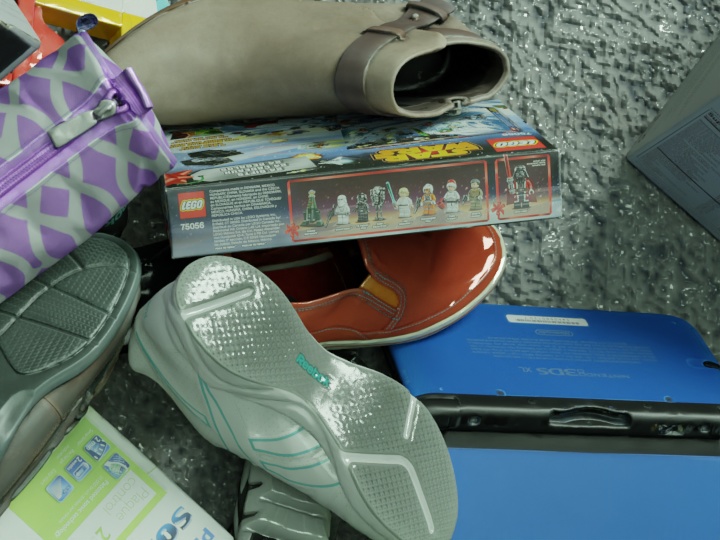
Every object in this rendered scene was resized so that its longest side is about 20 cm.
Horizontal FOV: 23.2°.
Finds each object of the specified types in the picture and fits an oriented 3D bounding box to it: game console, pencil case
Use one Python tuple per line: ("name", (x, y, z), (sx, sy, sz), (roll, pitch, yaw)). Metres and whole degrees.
("game console", (0.109, 0.110, 0.985), (0.200, 0.171, 0.119), (4, 119, -14))
("pencil case", (-0.177, -0.027, 0.817), (0.200, 0.085, 0.084), (-39, 105, -4))

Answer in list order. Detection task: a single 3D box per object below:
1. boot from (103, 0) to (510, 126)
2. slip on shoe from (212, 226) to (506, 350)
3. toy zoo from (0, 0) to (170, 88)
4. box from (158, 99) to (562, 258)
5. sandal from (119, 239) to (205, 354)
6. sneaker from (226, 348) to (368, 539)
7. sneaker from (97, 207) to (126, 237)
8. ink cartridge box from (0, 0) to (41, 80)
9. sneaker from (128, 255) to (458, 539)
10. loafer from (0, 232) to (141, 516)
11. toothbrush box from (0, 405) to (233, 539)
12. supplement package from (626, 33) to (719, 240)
("boot", (-0.026, -0.109, 0.942), (0.200, 0.146, 0.070), (-21, 117, -34))
("slip on shoe", (0.000, 0.000, 0.945), (0.200, 0.061, 0.074), (-11, 55, -32))
("toy zoo", (-0.187, -0.153, 0.959), (0.200, 0.020, 0.131), (13, 64, -28))
("box", (-0.007, -0.051, 0.930), (0.200, 0.137, 0.040), (-6, 107, -7))
("sandal", (-0.086, 0.004, 0.970), (0.200, 0.043, 0.076), (-21, 84, -18))
("sneaker", (-0.041, 0.128, 0.944), (0.066, 0.091, 0.200), (21, 48, -11))
("sneaker", (-0.218, -0.042, 0.921), (0.200, 0.079, 0.076), (8, 65, 8))
("ink cartridge box", (-0.281, -0.120, 0.863), (0.198, 0.047, 0.200), (-40, 65, 8))
("sneaker", (-0.032, 0.074, 0.884), (0.200, 0.080, 0.070), (44, 50, -15))
("loafer", (-0.171, 0.067, 0.844), (0.072, 0.063, 0.200), (22, 54, 18))
("toothbrush box", (-0.190, 0.126, 0.895), (0.200, 0.086, 0.146), (44, 71, -4))
("supplement package", (0.295, -0.112, 1.014), (0.147, 0.200, 0.191), (40, 72, -4))
